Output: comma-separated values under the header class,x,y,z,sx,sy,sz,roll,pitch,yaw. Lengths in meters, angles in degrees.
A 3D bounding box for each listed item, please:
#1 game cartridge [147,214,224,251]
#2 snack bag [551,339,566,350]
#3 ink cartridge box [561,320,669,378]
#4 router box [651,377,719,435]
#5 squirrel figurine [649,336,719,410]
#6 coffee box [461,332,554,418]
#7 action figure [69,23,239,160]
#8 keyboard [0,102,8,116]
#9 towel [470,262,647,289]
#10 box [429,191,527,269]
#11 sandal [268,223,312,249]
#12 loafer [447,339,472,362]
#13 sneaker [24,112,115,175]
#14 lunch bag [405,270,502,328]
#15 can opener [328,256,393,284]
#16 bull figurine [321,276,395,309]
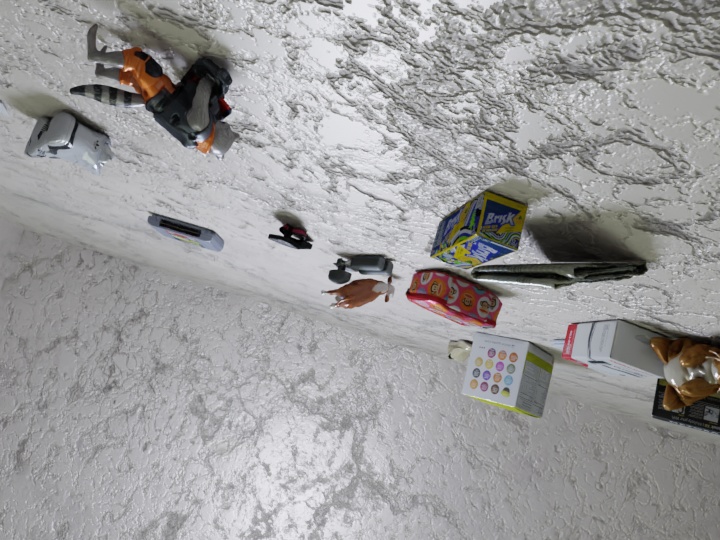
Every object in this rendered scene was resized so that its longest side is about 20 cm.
class,x,y,z,sx,sy,sz,roll,pitch,yaw
game cartridge,-0.486,-0.103,1.806,0.194,0.042,0.133,16,173,6
snack bag,0.631,0.219,1.697,0.183,0.022,0.200,20,169,-12
ink cartridge box,0.561,0.175,1.417,0.140,0.086,0.200,19,168,-9
router box,0.734,0.257,1.360,0.195,0.162,0.052,10,168,32
squirrel figurine,0.700,0.190,1.241,0.194,0.147,0.186,5,163,-21
coffee box,0.467,0.332,2.027,0.196,0.204,0.198,6,166,43
action figure,-0.239,-0.199,0.781,0.190,0.107,0.199,31,163,-17
keyboard,-0.738,-0.327,1.154,0.194,0.011,0.056,20,169,-12
towel,0.298,0.007,0.966,0.188,0.036,0.198,-2,180,-34
box,0.170,-0.054,0.951,0.068,0.066,0.200,17,170,-9
sandal,-0.150,-0.077,1.419,0.073,0.046,0.200,21,-175,9
loafer,0.373,0.300,2.361,0.073,0.070,0.200,18,169,-8
sneaker,-0.529,-0.222,1.169,0.196,0.077,0.114,1,159,45
lunch bag,0.205,0.065,1.460,0.195,0.084,0.175,23,172,-22
can opener,0.000,0.000,1.496,0.052,0.069,0.197,25,162,-34
bull figurine,-0.003,0.056,1.573,0.119,0.068,0.197,-10,177,37
